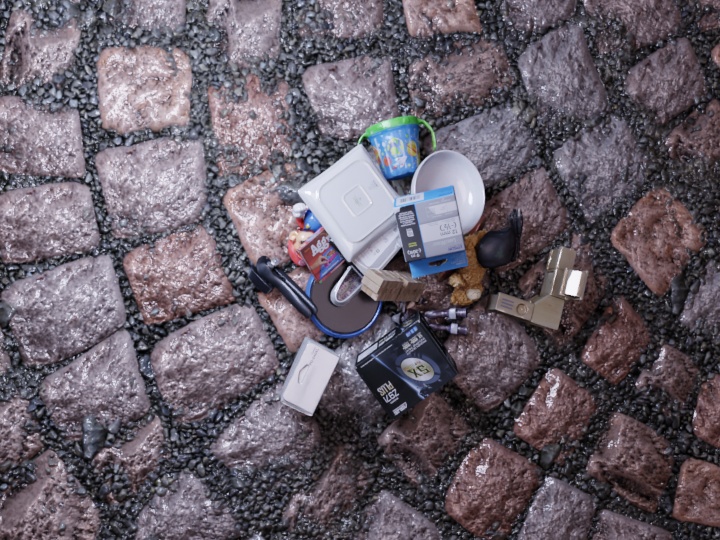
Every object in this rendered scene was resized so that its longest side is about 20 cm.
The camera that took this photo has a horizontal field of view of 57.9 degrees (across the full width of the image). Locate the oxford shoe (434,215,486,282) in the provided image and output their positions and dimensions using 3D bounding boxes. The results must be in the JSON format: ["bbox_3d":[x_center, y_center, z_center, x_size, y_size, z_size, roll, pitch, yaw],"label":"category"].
[{"bbox_3d":[0.238,-0.064,1.649,0.073,0.071,0.202,33,84,20],"label":"oxford shoe"}]

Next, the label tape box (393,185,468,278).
[{"bbox_3d":[0.164,-0.076,1.484,0.139,0.066,0.205,-11,112,10],"label":"label tape box"}]

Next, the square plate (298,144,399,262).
[{"bbox_3d":[-0.010,-0.159,1.488,0.197,0.028,0.202,-38,92,-16],"label":"square plate"}]

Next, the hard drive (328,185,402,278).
[{"bbox_3d":[0.037,-0.091,1.528,0.140,0.038,0.200,46,73,-8],"label":"hard drive"}]

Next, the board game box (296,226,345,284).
[{"bbox_3d":[-0.052,-0.073,1.538,0.199,0.019,0.104,-43,122,-19],"label":"board game box"}]

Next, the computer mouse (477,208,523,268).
[{"bbox_3d":[0.355,-0.064,1.594,0.198,0.052,0.142,-24,118,-46],"label":"computer mouse"}]

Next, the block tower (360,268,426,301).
[{"bbox_3d":[0.078,0.036,1.526,0.057,0.198,0.055,37,107,32],"label":"block tower"}]

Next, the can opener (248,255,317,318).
[{"bbox_3d":[-0.180,0.039,1.572,0.198,0.063,0.079,37,127,8],"label":"can opener"}]

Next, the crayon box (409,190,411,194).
[{"bbox_3d":[0.174,-0.147,1.626,0.116,0.058,0.205,21,82,-17],"label":"crayon box"}]

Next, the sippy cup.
[{"bbox_3d":[0.090,-0.294,1.596,0.138,0.175,0.134,-15,92,-53],"label":"sippy cup"}]

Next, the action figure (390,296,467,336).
[{"bbox_3d":[0.168,0.126,1.621,0.194,0.069,0.134,3,94,7],"label":"action figure"}]

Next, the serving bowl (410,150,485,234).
[{"bbox_3d":[0.201,-0.181,1.566,0.195,0.065,0.206,2,85,-24],"label":"serving bowl"}]

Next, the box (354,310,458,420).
[{"bbox_3d":[0.109,0.227,1.565,0.198,0.086,0.165,-36,98,10],"label":"box"}]

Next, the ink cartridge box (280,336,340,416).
[{"bbox_3d":[-0.120,0.240,1.508,0.082,0.200,0.148,26,84,-5],"label":"ink cartridge box"}]

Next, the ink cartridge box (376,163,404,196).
[{"bbox_3d":[0.015,-0.164,1.634,0.197,0.050,0.165,-29,91,-24],"label":"ink cartridge box"}]

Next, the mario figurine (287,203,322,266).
[{"bbox_3d":[-0.106,-0.097,1.548,0.122,0.106,0.204,29,107,10],"label":"mario figurine"}]

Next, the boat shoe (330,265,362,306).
[{"bbox_3d":[0.000,0.000,1.562,0.200,0.068,0.072,-45,93,-8],"label":"boat shoe"}]

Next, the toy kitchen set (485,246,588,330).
[{"bbox_3d":[0.441,0.026,1.614,0.176,0.163,0.205,17,85,-7],"label":"toy kitchen set"}]

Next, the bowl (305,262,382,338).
[{"bbox_3d":[-0.039,0.065,1.608,0.195,0.039,0.207,0,88,-8],"label":"bowl"}]

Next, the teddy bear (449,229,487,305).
[{"bbox_3d":[0.275,-0.003,1.596,0.066,0.144,0.205,22,105,32],"label":"teddy bear"}]
